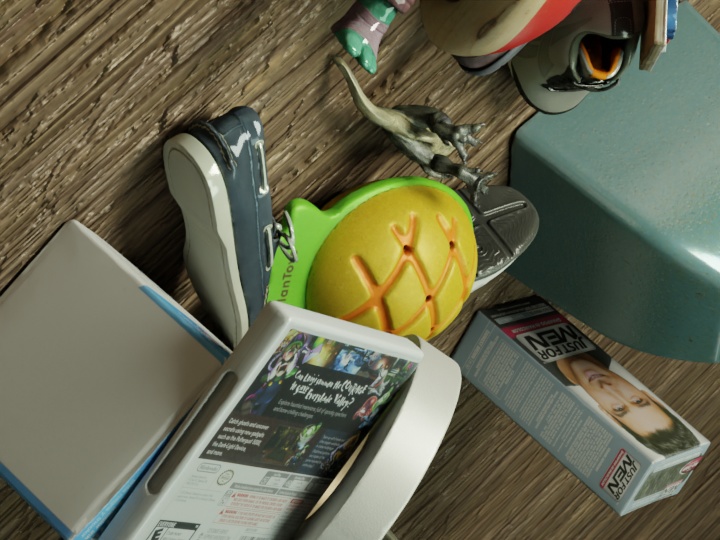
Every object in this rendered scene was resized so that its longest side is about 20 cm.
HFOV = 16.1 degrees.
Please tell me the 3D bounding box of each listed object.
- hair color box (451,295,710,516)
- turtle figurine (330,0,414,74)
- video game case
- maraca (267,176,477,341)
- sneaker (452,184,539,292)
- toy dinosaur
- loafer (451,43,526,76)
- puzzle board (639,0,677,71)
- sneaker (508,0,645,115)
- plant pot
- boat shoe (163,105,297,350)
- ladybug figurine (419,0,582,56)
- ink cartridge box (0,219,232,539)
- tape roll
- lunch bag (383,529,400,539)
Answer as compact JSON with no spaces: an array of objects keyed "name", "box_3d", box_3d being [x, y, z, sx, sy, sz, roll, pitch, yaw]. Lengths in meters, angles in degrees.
[{"name":"hair color box","box_3d":[0.180,0.109,2.104,0.099,0.200,0.061,-12,138,-53]},{"name":"turtle figurine","box_3d":[0.046,-0.219,1.494,0.200,0.150,0.101,-42,174,6]},{"name":"video game case","box_3d":[-0.057,0.107,1.566,0.182,0.023,0.200,-54,155,9]},{"name":"maraca","box_3d":[0.000,0.000,1.762,0.199,0.107,0.138,-6,115,-39]},{"name":"sneaker","box_3d":[0.042,0.014,1.913,0.200,0.076,0.115,-31,161,-17]},{"name":"toy dinosaur","box_3d":[0.046,-0.091,1.720,0.048,0.088,0.200,-59,156,0]},{"name":"loafer","box_3d":[0.112,-0.224,1.680,0.063,0.072,0.200,35,92,-39]},{"name":"puzzle board","box_3d":[0.201,-0.216,1.697,0.200,0.017,0.152,6,87,-87]},{"name":"sneaker","box_3d":[0.149,-0.152,1.768,0.074,0.080,0.200,-6,159,-11]},{"name":"plant pot","box_3d":[0.252,-0.047,1.997,0.196,0.200,0.196,-38,153,-22]},{"name":"boat shoe","box_3d":[-0.079,-0.025,1.628,0.062,0.075,0.200,-33,139,-21]},{"name":"ladybug figurine","box_3d":[0.102,-0.201,1.577,0.072,0.136,0.200,14,155,-23]},{"name":"ink cartridge box","box_3d":[-0.144,0.092,1.601,0.146,0.147,0.200,-49,156,-2]},{"name":"tape roll","box_3d":[-0.005,0.135,1.700,0.203,0.037,0.203,-54,-169,15]},{"name":"lunch bag","box_3d":[-0.030,0.273,2.105,0.164,0.118,0.200,-47,162,-2]}]
